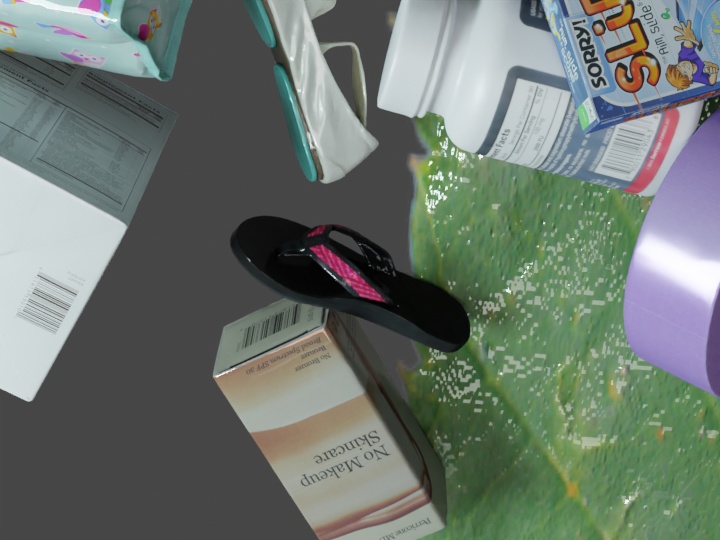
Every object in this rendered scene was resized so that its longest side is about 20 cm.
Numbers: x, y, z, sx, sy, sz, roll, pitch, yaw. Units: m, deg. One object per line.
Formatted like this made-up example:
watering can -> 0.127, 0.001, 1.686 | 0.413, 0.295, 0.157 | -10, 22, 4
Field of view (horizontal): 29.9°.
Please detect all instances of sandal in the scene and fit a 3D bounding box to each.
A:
sandal -> 0.000, 0.000, 0.998 | 0.200, 0.075, 0.045 | 22, 132, -16

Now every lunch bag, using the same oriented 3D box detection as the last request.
lunch bag -> -0.179, -0.237, 0.844 | 0.170, 0.122, 0.200 | 12, 79, 13

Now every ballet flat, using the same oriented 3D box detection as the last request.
ballet flat -> -0.039, -0.159, 0.931 | 0.069, 0.069, 0.200 | -16, 110, 10

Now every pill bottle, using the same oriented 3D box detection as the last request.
pill bottle -> 0.118, -0.129, 0.904 | 0.200, 0.120, 0.120 | 14, 116, -4

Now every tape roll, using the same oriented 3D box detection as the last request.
tape roll -> 0.261, -0.016, 0.913 | 0.066, 0.200, 0.200 | 29, 122, 34

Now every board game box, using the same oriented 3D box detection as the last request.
board game box -> 0.174, -0.199, 0.843 | 0.135, 0.034, 0.200 | -17, 84, -8

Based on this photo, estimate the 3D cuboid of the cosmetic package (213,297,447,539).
cosmetic package -> -0.020, 0.121, 1.050 | 0.103, 0.087, 0.200 | -26, 112, 13

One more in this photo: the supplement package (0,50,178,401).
supplement package -> -0.235, -0.049, 0.912 | 0.150, 0.200, 0.152 | 28, 114, -12
